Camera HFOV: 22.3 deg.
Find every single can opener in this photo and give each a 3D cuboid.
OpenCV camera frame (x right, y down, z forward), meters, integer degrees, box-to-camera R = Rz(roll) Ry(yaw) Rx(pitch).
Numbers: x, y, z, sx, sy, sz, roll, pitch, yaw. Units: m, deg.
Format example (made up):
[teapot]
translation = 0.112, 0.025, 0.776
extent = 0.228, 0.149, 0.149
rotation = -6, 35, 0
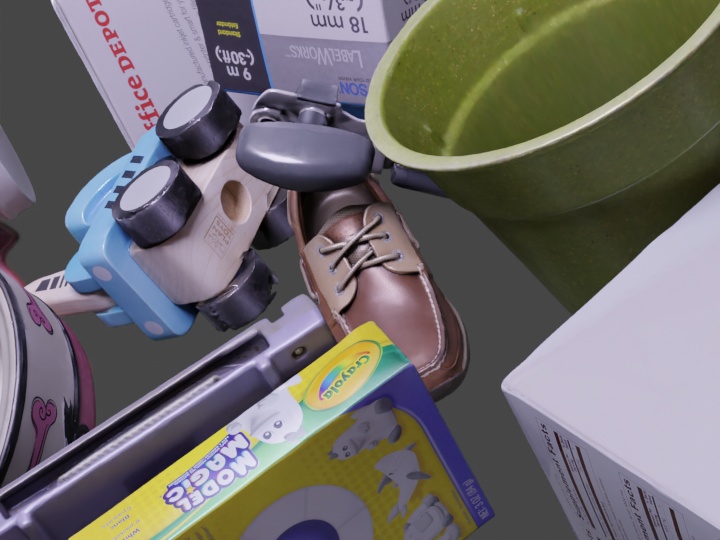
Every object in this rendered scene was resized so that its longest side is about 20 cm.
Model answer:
[can opener]
translation = 0.033, -0.052, 0.982
extent = 0.199, 0.053, 0.067
rotation = 13, 56, 0

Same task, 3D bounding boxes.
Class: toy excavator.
[toy excavator]
translation = -0.151, 0.001, 1.085
extent = 0.200, 0.100, 0.195
rotation = -13, 40, 40

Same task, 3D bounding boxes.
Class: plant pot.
[plant pot]
translation = 0.135, -0.050, 0.863
extent = 0.200, 0.190, 0.200
rotation = -26, 32, 18

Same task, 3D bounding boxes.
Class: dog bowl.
[dog bowl]
translation = -0.224, 0.090, 0.981
extent = 0.200, 0.074, 0.201
rotation = -17, 62, 36

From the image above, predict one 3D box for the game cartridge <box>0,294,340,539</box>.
[game cartridge]
translation = -0.081, 0.112, 0.876
extent = 0.200, 0.130, 0.038
rotation = -33, 39, -5

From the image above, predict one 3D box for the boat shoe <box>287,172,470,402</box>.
[boat shoe]
translation = 0.000, 0.000, 0.995
extent = 0.076, 0.072, 0.200
rotation = -29, 39, -1

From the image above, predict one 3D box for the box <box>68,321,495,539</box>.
[box]
translation = -0.044, 0.127, 0.848
extent = 0.200, 0.117, 0.048
rotation = -35, 38, -7

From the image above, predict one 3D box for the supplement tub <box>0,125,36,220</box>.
[supplement tub]
translation = -0.326, -0.046, 1.183
extent = 0.200, 0.145, 0.145
rotation = -30, 39, -2

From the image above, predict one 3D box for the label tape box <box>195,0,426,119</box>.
[label tape box]
translation = -0.020, -0.140, 1.051
extent = 0.144, 0.201, 0.063
rotation = 10, 33, 38

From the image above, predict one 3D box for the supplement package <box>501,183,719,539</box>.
[supplement package]
translation = 0.205, 0.073, 0.734
extent = 0.191, 0.147, 0.200
rotation = -40, 40, -15

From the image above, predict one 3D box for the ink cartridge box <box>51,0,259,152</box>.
[ink cartridge box]
translation = -0.074, -0.170, 1.159
extent = 0.199, 0.147, 0.086
rotation = -20, 30, 10
